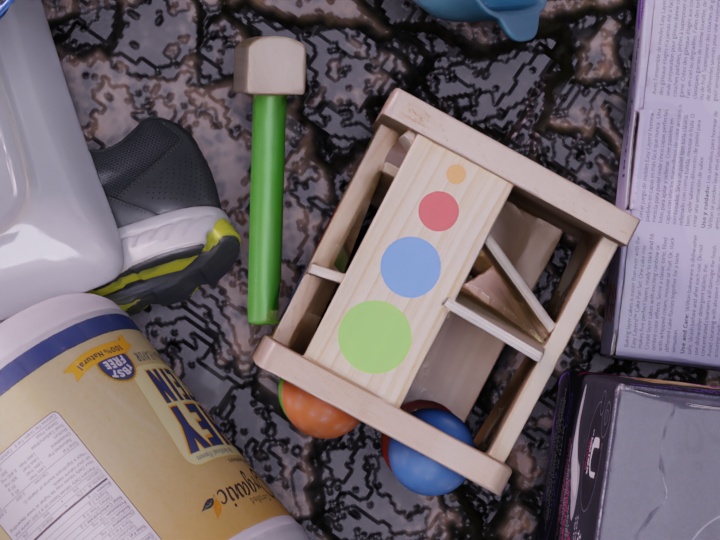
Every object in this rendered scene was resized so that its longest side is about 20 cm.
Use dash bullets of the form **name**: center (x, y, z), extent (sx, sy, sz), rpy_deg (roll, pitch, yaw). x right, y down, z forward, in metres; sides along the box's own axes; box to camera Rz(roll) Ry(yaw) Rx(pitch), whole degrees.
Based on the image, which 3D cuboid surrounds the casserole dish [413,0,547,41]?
- **casserole dish**: center (0.034, -0.198, 1.405), extent (0.039, 0.121, 0.201), rpy_deg (-17, 90, 24)

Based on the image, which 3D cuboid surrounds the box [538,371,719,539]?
- **box**: center (0.144, 0.113, 1.354), extent (0.106, 0.200, 0.123), rpy_deg (8, 90, -2)

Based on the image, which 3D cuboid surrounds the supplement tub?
- **supplement tub**: center (-0.109, 0.126, 1.347), extent (0.144, 0.144, 0.200), rpy_deg (-40, 76, -2)

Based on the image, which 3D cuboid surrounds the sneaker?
- **sneaker**: center (-0.157, -0.012, 1.421), extent (0.199, 0.075, 0.085), rpy_deg (-14, 66, 2)

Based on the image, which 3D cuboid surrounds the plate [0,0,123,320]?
- **plate**: center (-0.229, -0.056, 1.389), extent (0.199, 0.032, 0.200), rpy_deg (-19, 66, -2)

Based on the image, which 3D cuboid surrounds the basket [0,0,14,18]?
- **basket**: center (-0.191, -0.170, 1.292), extent (0.176, 0.200, 0.139), rpy_deg (-45, 94, -3)

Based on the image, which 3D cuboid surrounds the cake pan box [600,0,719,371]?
- **cake pan box**: center (0.215, -0.046, 1.441), extent (0.183, 0.052, 0.201), rpy_deg (5, 90, -5)

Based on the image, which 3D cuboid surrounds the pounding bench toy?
- **pounding bench toy**: center (0.000, 0.000, 1.392), extent (0.199, 0.124, 0.156), rpy_deg (28, 89, -2)
